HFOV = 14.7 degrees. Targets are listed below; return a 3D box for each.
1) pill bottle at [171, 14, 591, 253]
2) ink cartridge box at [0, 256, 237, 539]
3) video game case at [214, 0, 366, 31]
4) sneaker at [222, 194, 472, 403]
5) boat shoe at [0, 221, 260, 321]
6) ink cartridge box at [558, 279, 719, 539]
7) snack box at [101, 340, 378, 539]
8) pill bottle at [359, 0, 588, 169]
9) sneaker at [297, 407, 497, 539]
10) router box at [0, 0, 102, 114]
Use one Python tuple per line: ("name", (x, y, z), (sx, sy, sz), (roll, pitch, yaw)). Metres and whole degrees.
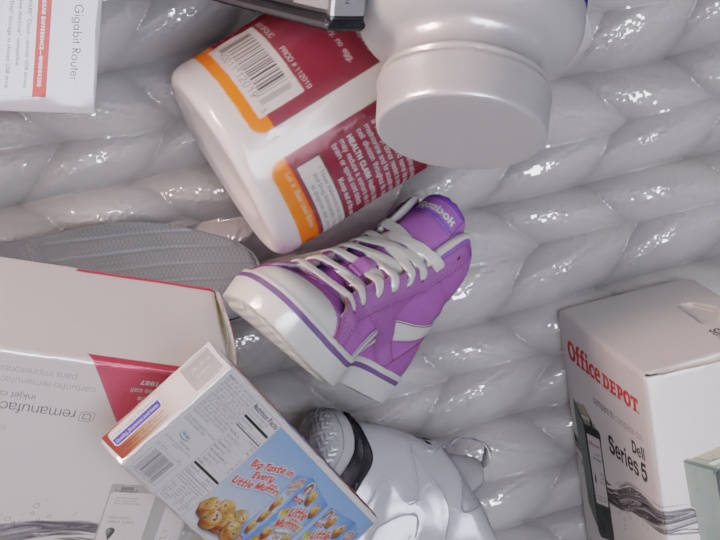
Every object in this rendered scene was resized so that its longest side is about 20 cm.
("pill bottle", (0.012, -0.106, 1.450), (0.200, 0.114, 0.114), (-32, 110, -8))
("ink cartridge box", (-0.161, 0.100, 1.425), (0.146, 0.083, 0.200), (8, 124, -19))
("video game case", (-0.058, -0.221, 1.358), (0.025, 0.200, 0.181), (-4, 105, -38))
("sneaker", (0.000, 0.000, 1.446), (0.073, 0.200, 0.114), (39, 94, 15))
("boat shoe", (-0.151, 0.019, 1.464), (0.199, 0.072, 0.062), (-3, 128, -13))
("ink cartridge box", (0.180, 0.121, 1.541), (0.084, 0.145, 0.201), (-13, 106, -12))
("snack box", (-0.057, 0.107, 1.401), (0.072, 0.024, 0.200), (-43, 145, -3))
("pill bottle", (0.056, -0.156, 1.346), (0.112, 0.112, 0.201), (15, 65, -20))
("sneaker", (0.012, 0.178, 1.539), (0.115, 0.075, 0.201), (5, 98, -16))
("router box", (-0.217, -0.182, 1.395), (0.179, 0.049, 0.201), (2, 102, -18))
